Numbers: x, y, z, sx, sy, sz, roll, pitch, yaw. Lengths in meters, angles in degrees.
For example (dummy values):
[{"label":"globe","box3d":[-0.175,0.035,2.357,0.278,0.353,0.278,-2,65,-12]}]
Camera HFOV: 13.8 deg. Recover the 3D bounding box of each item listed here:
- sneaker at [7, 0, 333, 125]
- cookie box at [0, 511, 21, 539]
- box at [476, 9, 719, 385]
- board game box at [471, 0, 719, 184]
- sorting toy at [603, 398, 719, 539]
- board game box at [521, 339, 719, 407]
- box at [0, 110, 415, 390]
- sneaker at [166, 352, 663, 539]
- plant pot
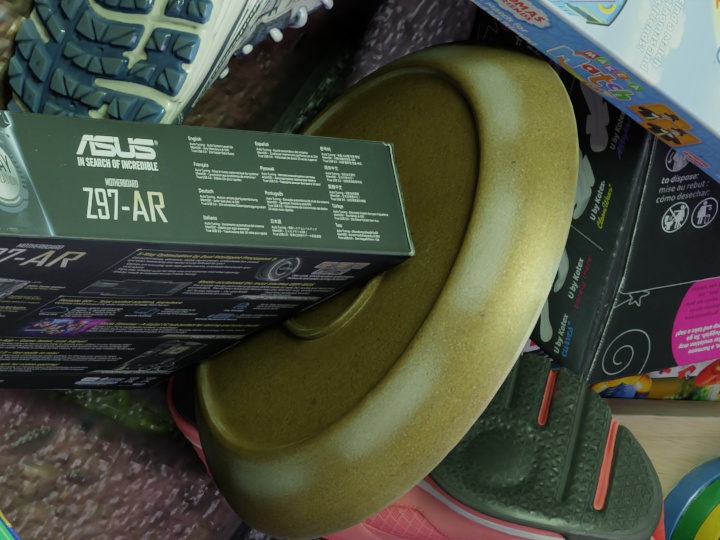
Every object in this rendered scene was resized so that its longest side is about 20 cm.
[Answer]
[{"label":"sneaker","box3d":[-0.045,-0.102,1.040,0.200,0.077,0.085,-55,146,11]},{"label":"cookie box","box3d":[-0.105,0.213,1.111,0.075,0.200,0.171,-32,153,-19]},{"label":"box","box3d":[0.145,-0.050,1.217,0.200,0.115,0.132,-10,125,-36]},{"label":"board game box","box3d":[0.105,-0.139,1.074,0.200,0.037,0.152,33,67,-31]},{"label":"sorting toy","box3d":[0.115,0.161,1.315,0.200,0.070,0.199,4,110,-44]},{"label":"board game box","box3d":[0.130,0.044,1.339,0.200,0.035,0.127,-13,129,-35]},{"label":"box","box3d":[-0.107,-0.002,1.014,0.200,0.044,0.160,2,160,-42]},{"label":"sneaker","box3d":[0.024,0.076,1.178,0.087,0.200,0.074,82,26,-54]},{"label":"plant pot","box3d":[0.000,0.000,1.074,0.027,0.200,0.200,31,99,-30]}]
